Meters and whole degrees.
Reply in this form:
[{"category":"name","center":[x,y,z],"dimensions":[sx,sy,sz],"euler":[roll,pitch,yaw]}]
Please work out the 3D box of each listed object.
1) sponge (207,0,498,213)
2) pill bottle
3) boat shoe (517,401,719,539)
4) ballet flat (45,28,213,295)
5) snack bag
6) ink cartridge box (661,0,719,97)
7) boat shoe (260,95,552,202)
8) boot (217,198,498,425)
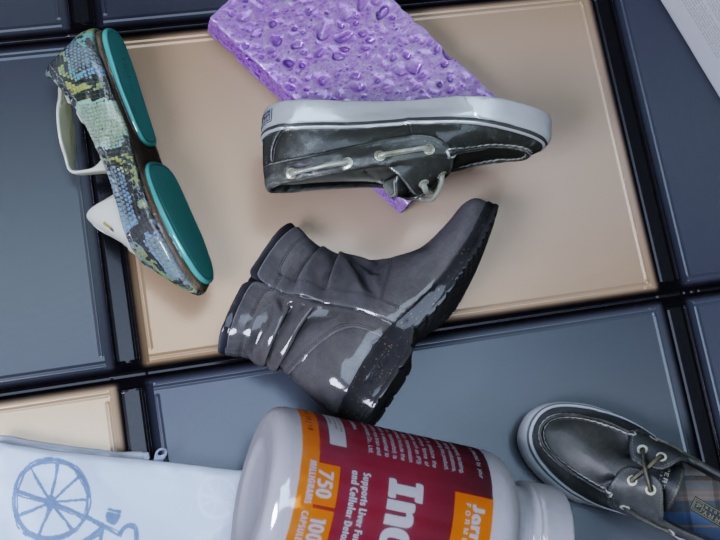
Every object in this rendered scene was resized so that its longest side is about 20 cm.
[{"category":"sponge","center":[-0.004,-0.149,0.871],"dimensions":[0.200,0.030,0.112],"euler":[44,74,3]},{"category":"pill bottle","center":[0.027,0.159,0.748],"dimensions":[0.199,0.113,0.113],"euler":[13,74,-14]},{"category":"boat shoe","center":[0.205,0.144,0.815],"dimensions":[0.199,0.057,0.069],"euler":[26,73,-2]},{"category":"ballet flat","center":[-0.163,-0.066,0.814],"dimensions":[0.074,0.074,0.201],"euler":[-19,78,-13]},{"category":"snack bag","center":[-0.149,0.208,0.762],"dimensions":[0.199,0.021,0.189],"euler":[7,76,-10]},{"category":"ink cartridge box","center":[0.308,-0.161,0.848],"dimensions":[0.043,0.174,0.201],"euler":[-26,81,-14]},{"category":"boat shoe","center":[0.032,-0.078,0.811],"dimensions":[0.199,0.071,0.064],"euler":[-1,76,-2]},{"category":"boot","center":[0.000,0.000,0.817],"dimensions":[0.131,0.070,0.200],"euler":[31,61,13]}]
